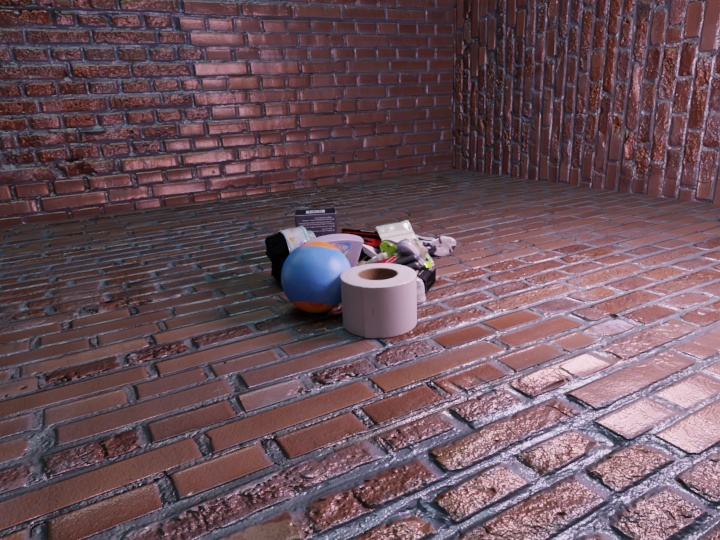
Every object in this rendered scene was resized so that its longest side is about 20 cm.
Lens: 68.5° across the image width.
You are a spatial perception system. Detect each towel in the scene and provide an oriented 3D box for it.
[{"bbox_3d":[0.157,-0.083,1.845,0.152,0.023,0.201,-14,65,-34],"label":"towel"}]

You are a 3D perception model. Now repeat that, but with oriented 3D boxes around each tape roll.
[{"bbox_3d":[0.049,0.074,1.399,0.202,0.140,0.203,-2,17,1],"label":"tape roll"}]

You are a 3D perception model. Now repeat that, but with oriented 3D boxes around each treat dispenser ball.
[{"bbox_3d":[-0.123,0.019,1.491,0.200,0.202,0.201,-2,18,1],"label":"treat dispenser ball"}]

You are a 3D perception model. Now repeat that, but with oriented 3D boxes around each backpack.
[{"bbox_3d":[-0.214,-0.053,1.715,0.153,0.177,0.200,-12,-3,-21],"label":"backpack"}]

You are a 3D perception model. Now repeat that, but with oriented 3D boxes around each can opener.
[{"bbox_3d":[0.089,0.009,1.593,0.199,0.053,0.066,-24,-32,22],"label":"can opener"}]

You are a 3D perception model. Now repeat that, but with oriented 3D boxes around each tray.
[{"bbox_3d":[0.072,-0.046,1.818,0.107,0.022,0.200,35,9,22],"label":"tray"}]

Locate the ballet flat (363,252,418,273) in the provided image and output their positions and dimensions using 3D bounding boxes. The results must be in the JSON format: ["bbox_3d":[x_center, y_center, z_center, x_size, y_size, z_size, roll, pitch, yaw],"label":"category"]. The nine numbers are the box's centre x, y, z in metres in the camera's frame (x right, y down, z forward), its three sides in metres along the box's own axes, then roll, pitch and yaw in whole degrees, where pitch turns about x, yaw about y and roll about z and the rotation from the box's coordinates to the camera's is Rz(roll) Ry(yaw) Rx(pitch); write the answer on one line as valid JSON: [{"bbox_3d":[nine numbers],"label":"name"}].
[{"bbox_3d":[0.091,-0.025,1.654,0.199,0.070,0.069,9,21,32],"label":"ballet flat"}]

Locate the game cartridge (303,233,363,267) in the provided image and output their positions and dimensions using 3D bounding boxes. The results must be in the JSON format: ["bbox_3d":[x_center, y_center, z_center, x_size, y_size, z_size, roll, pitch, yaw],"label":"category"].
[{"bbox_3d":[-0.087,-0.050,1.629,0.199,0.134,0.040,-8,39,-30],"label":"game cartridge"}]

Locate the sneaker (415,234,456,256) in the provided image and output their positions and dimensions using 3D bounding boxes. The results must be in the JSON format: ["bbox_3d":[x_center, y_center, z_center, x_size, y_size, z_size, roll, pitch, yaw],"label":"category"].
[{"bbox_3d":[0.251,-0.102,2.006,0.198,0.080,0.130,-18,30,-14],"label":"sneaker"}]

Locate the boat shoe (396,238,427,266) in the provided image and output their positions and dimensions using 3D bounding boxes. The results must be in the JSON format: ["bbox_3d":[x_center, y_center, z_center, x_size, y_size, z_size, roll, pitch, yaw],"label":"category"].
[{"bbox_3d":[0.162,-0.068,1.642,0.072,0.062,0.200,18,-7,21],"label":"boat shoe"}]

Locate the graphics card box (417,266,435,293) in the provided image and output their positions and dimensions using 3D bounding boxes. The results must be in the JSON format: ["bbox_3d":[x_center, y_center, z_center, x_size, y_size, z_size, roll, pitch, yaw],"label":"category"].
[{"bbox_3d":[0.130,0.024,1.686,0.199,0.051,0.125,3,18,22],"label":"graphics card box"}]

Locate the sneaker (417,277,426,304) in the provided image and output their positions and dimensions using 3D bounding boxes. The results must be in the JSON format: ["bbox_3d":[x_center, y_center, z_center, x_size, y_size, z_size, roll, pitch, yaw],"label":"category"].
[{"bbox_3d":[0.093,0.052,1.559,0.199,0.081,0.070,-1,20,11],"label":"sneaker"}]

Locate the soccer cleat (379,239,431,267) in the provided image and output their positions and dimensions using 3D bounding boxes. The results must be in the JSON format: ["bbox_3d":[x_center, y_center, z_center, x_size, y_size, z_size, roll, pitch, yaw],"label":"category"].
[{"bbox_3d":[0.151,-0.051,1.769,0.199,0.068,0.081,29,36,-14],"label":"soccer cleat"}]

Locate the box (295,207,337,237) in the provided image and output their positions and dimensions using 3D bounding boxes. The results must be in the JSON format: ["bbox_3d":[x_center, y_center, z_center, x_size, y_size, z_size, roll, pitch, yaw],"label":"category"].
[{"bbox_3d":[-0.157,-0.117,1.917,0.148,0.201,0.107,-3,17,-5],"label":"box"}]

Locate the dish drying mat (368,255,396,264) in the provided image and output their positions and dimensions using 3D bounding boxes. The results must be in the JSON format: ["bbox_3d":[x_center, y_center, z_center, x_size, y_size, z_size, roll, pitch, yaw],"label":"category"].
[{"bbox_3d":[0.026,-0.004,1.596,0.077,0.018,0.200,-33,10,-35],"label":"dish drying mat"}]

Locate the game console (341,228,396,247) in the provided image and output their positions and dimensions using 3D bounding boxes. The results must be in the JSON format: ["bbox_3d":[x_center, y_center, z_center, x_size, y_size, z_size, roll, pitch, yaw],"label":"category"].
[{"bbox_3d":[0.033,-0.117,1.926,0.199,0.031,0.177,5,13,-8],"label":"game console"}]

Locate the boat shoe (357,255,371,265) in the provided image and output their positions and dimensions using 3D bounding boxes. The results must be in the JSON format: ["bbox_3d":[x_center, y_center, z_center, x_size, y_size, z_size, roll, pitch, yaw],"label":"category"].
[{"bbox_3d":[0.000,0.000,1.754,0.071,0.065,0.200,3,19,17],"label":"boat shoe"}]

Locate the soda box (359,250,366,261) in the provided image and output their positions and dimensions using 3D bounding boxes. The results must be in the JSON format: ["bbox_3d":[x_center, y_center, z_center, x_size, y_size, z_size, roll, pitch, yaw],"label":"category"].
[{"bbox_3d":[-0.027,-0.053,1.925,0.068,0.064,0.200,3,18,19],"label":"soda box"}]
